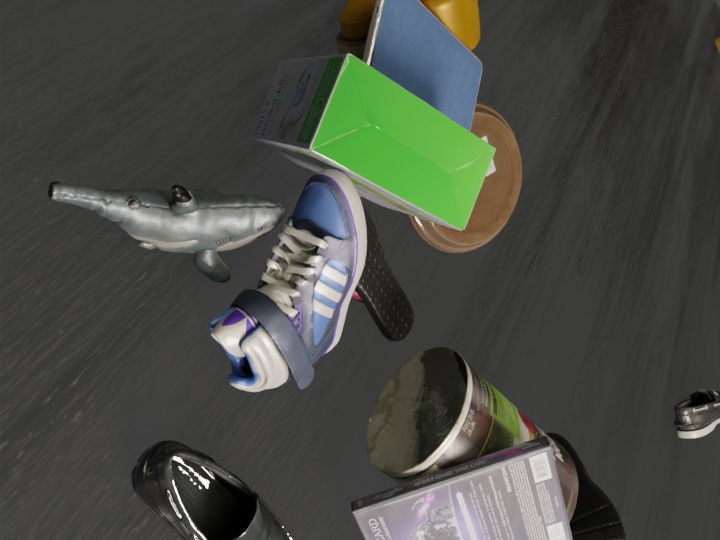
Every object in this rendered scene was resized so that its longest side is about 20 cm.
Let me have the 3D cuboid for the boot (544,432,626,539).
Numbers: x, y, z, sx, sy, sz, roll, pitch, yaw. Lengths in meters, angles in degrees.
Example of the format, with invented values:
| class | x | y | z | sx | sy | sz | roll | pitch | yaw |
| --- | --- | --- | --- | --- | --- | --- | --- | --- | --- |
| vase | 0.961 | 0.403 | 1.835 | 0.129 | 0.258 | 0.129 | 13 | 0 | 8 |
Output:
| class | x | y | z | sx | sy | sz | roll | pitch | yaw |
| --- | --- | --- | --- | --- | --- | --- | --- | --- | --- |
| boot | 0.253 | 0.317 | 0.735 | 0.205 | 0.072 | 0.157 | -102 | 180 | -58 |

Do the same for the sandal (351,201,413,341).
| class | x | y | z | sx | sy | sz | roll | pitch | yaw |
| --- | --- | --- | --- | --- | --- | --- | --- | --- | --- |
| sandal | 0.000 | 0.000 | 0.723 | 0.075 | 0.044 | 0.203 | -48 | 123 | -35 |

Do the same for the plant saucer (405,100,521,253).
| class | x | y | z | sx | sy | sz | roll | pitch | yaw |
| --- | --- | --- | --- | --- | --- | --- | --- | --- | --- |
| plant saucer | 0.143 | -0.122 | 0.830 | 0.196 | 0.029 | 0.206 | -7 | 104 | -27 |

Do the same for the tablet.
| class | x | y | z | sx | sy | sz | roll | pitch | yaw |
| --- | --- | --- | --- | --- | --- | --- | --- | --- | --- |
| tablet | 0.077 | -0.229 | 0.722 | 0.198 | 0.013 | 0.133 | 22 | 77 | -45 |

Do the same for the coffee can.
| class | x | y | z | sx | sy | sz | roll | pitch | yaw |
| --- | --- | --- | --- | --- | --- | --- | --- | --- | --- |
| coffee can | 0.122 | 0.203 | 0.685 | 0.199 | 0.145 | 0.148 | 41 | 53 | -24 |

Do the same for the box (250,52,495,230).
| class | x | y | z | sx | sy | sz | roll | pitch | yaw |
| --- | --- | --- | --- | --- | --- | --- | --- | --- | --- |
| box | 0.008 | -0.133 | 0.663 | 0.197 | 0.176 | 0.099 | 23 | 93 | -31 |

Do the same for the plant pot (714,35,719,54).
| class | x | y | z | sx | sy | sz | roll | pitch | yaw |
| --- | --- | --- | --- | --- | --- | --- | --- | --- | --- |
| plant pot | 1.311 | -0.727 | 2.047 | 0.199 | 0.175 | 0.203 | -33 | 98 | -43 |

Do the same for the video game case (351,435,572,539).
| class | x | y | z | sx | sy | sz | roll | pitch | yaw |
| --- | --- | --- | --- | --- | --- | --- | --- | --- | --- |
| video game case | 0.104 | 0.250 | 0.615 | 0.019 | 0.196 | 0.145 | -101 | 171 | -63 |

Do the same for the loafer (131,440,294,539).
| class | x | y | z | sx | sy | sz | roll | pitch | yaw |
| --- | --- | --- | --- | --- | --- | --- | --- | --- | --- |
| loafer | -0.107 | 0.220 | 0.525 | 0.201 | 0.070 | 0.069 | 49 | 50 | -18 |

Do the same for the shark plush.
| class | x | y | z | sx | sy | sz | roll | pitch | yaw |
| --- | --- | --- | --- | --- | --- | --- | --- | --- | --- |
| shark plush | -0.168 | -0.063 | 0.558 | 0.197 | 0.082 | 0.093 | 22 | 62 | -35 |

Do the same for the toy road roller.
| class | x | y | z | sx | sy | sz | roll | pitch | yaw |
| --- | --- | --- | --- | --- | --- | --- | --- | --- | --- |
| toy road roller | 0.067 | -0.297 | 0.775 | 0.124 | 0.143 | 0.203 | 69 | 34 | -44 |

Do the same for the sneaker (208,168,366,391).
| class | x | y | z | sx | sy | sz | roll | pitch | yaw |
| --- | --- | --- | --- | --- | --- | --- | --- | --- | --- |
| sneaker | -0.070 | 0.017 | 0.569 | 0.145 | 0.080 | 0.204 | -24 | 132 | -49 |

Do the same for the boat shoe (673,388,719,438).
| class | x | y | z | sx | sy | sz | roll | pitch | yaw |
| --- | --- | --- | --- | --- | --- | --- | --- | --- | --- |
| boat shoe | 0.666 | 0.261 | 1.203 | 0.197 | 0.075 | 0.062 | -14 | 91 | -44 |
